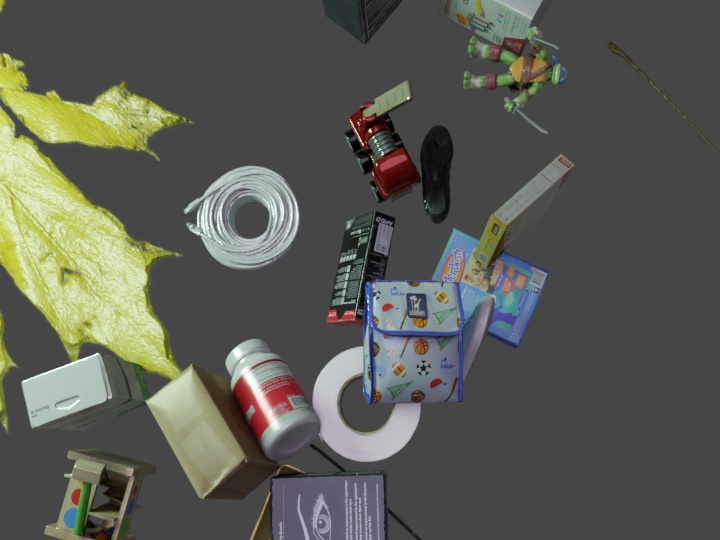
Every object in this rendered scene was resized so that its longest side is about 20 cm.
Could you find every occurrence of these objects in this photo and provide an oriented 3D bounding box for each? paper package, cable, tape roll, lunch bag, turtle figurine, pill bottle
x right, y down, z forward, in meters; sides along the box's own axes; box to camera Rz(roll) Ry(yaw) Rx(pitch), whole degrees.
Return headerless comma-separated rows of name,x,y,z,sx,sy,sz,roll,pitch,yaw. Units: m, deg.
paper package,-0.248,0.283,1.277,0.103,0.191,0.201,-37,68,-2
cable,-0.212,-0.098,1.429,0.200,0.069,0.200,-44,81,-7
tape roll,0.011,0.243,1.349,0.198,0.071,0.207,0,79,2
lunch bag,0.087,0.118,1.257,0.166,0.124,0.204,1,91,-7
turtle figurine,0.291,-0.383,1.414,0.191,0.146,0.201,12,44,20
pill bottle,-0.161,0.223,1.318,0.111,0.113,0.201,-34,57,-4

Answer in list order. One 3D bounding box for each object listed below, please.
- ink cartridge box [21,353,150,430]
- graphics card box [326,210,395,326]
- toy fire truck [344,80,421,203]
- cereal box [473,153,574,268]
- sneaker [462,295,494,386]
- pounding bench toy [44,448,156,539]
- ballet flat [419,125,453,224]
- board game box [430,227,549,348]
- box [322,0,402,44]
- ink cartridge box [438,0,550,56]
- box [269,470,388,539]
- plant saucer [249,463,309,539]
ink cartridge box,-0.475,0.216,1.308,0.144,0.200,0.085,-21,77,-2
graphics card box,0.000,0.000,1.370,0.050,0.125,0.204,15,78,-24
toy fire truck,0.053,-0.245,1.379,0.127,0.200,0.178,-26,78,-3
cereal box,0.294,-0.106,1.344,0.039,0.145,0.199,42,65,18
sneaker,0.175,0.130,1.339,0.081,0.074,0.203,24,102,12
pounding bench toy,-0.457,0.401,1.271,0.122,0.200,0.159,14,78,5
ballet flat,0.145,-0.188,1.447,0.065,0.057,0.204,4,72,2
board game box,0.233,0.033,1.394,0.197,0.045,0.154,26,81,7
box,0.020,-0.593,1.453,0.123,0.199,0.201,38,82,12
ink cartridge box,0.271,-0.555,1.461,0.198,0.145,0.146,31,81,9
box,-0.051,0.416,1.250,0.196,0.104,0.151,-1,78,3
plant saucer,-0.087,0.473,1.318,0.197,0.048,0.203,22,80,6
